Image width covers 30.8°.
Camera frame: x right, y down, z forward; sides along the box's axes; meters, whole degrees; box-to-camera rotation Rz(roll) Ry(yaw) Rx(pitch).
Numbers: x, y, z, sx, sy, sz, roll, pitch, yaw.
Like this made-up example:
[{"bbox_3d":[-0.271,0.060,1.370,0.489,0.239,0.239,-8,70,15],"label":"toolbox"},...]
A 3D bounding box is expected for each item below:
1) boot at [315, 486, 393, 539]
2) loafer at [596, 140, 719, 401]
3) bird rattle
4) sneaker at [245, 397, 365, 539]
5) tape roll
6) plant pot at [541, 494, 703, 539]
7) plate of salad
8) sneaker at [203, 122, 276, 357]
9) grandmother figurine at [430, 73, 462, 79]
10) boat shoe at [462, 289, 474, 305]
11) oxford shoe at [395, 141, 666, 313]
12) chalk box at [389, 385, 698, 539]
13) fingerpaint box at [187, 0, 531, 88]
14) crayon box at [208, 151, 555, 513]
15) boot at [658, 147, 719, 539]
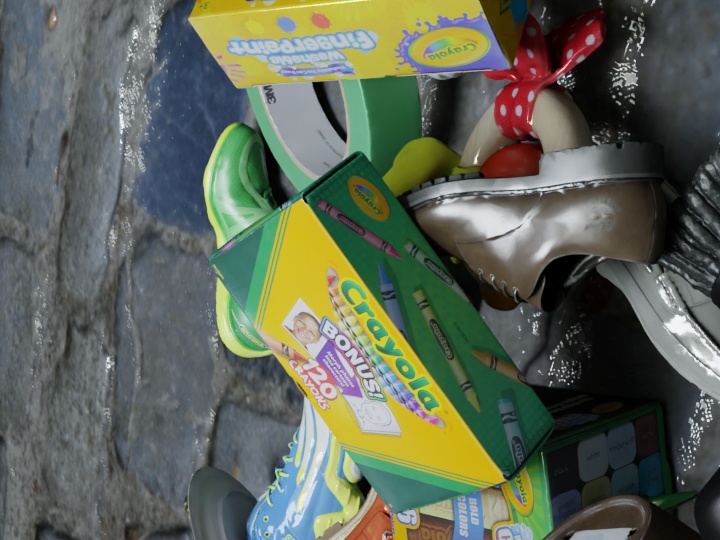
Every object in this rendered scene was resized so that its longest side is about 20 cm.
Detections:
[{"bbox_3d":[0.027,0.216,0.991,0.200,0.075,0.108,-52,19,27],"label":"boot"},{"bbox_3d":[0.197,0.004,0.783,0.200,0.070,0.070,51,142,30],"label":"loafer"},{"bbox_3d":[0.104,-0.068,0.837,0.200,0.112,0.164,-49,41,31],"label":"bird rattle"},{"bbox_3d":[-0.048,0.181,1.086,0.076,0.104,0.202,-157,58,-78],"label":"sneaker"},{"bbox_3d":[-0.028,-0.144,0.987,0.200,0.048,0.202,45,146,41],"label":"tape roll"},{"bbox_3d":[0.177,0.231,0.723,0.201,0.187,0.186,53,141,-9],"label":"plant pot"},{"bbox_3d":[-0.096,0.263,1.123,0.048,0.200,0.201,-31,72,11],"label":"plate of salad"},{"bbox_3d":[-0.083,-0.028,1.124,0.083,0.074,0.202,-5,94,25],"label":"sneaker"},{"bbox_3d":[0.025,-0.215,0.941,0.201,0.060,0.122,58,146,26],"label":"grandmother figurine"},{"bbox_3d":[0.000,0.000,0.926,0.072,0.200,0.076,-49,52,7],"label":"boat shoe"},{"bbox_3d":[0.080,-0.016,0.749,0.199,0.072,0.085,-9,84,40],"label":"oxford shoe"},{"bbox_3d":[0.126,0.154,0.865,0.199,0.124,0.125,3,102,51],"label":"chalk box"},{"bbox_3d":[0.012,-0.206,0.827,0.198,0.073,0.168,1,57,29],"label":"fingerpaint box"},{"bbox_3d":[0.011,0.042,0.779,0.201,0.058,0.119,54,142,-6],"label":"crayon box"},{"bbox_3d":[0.209,0.037,0.699,0.158,0.079,0.211,40,87,19],"label":"boot"}]
